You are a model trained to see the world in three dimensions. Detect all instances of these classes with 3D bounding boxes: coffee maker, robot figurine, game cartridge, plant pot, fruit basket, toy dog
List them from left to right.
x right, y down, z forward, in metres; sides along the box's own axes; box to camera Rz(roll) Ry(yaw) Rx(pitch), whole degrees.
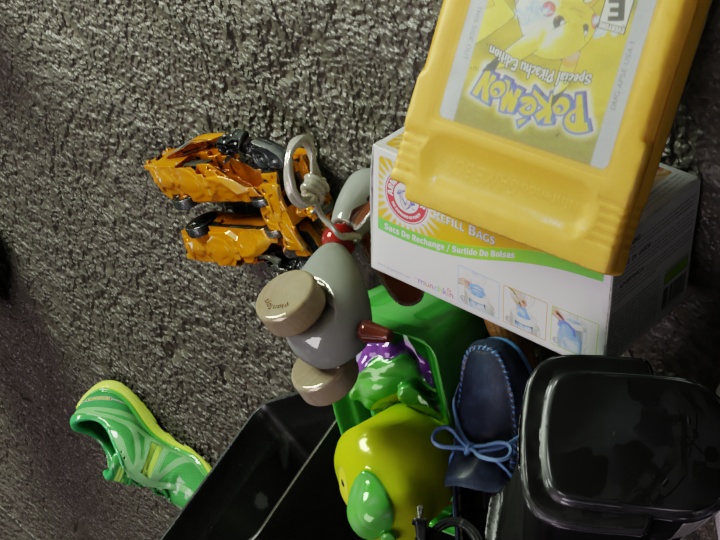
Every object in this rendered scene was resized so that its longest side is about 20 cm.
[{"bbox_3d":[-0.093,-0.058,1.427,0.199,0.058,0.146,3,124,47],"label":"robot figurine"},{"bbox_3d":[-0.036,0.235,1.530,0.178,0.200,0.199,48,146,-16],"label":"plant pot"},{"bbox_3d":[0.000,0.000,1.262,0.096,0.202,0.132,-3,156,29],"label":"toy dog"},{"bbox_3d":[0.027,0.133,1.346,0.155,0.215,0.217,14,132,40],"label":"fruit basket"},{"bbox_3d":[0.116,-0.118,1.069,0.175,0.032,0.202,22,97,34],"label":"game cartridge"},{"bbox_3d":[0.139,0.154,1.121,0.200,0.191,0.136,87,164,-61],"label":"coffee maker"}]

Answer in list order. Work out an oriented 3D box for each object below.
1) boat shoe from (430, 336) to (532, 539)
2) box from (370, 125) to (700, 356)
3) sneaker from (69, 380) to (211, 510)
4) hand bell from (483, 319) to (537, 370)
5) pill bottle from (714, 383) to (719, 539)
[{"bbox_3d":[0.100,0.152,1.263,0.084,0.068,0.202,-7,92,47],"label":"boat shoe"},{"bbox_3d":[0.114,-0.032,1.169,0.199,0.112,0.102,25,131,32],"label":"box"},{"bbox_3d":[-0.225,0.205,1.788,0.200,0.083,0.074,41,144,12],"label":"sneaker"},{"bbox_3d":[0.132,0.093,1.314,0.104,0.104,0.201,-18,96,53],"label":"hand bell"},{"bbox_3d":[0.295,0.162,1.152,0.114,0.114,0.201,13,131,40],"label":"pill bottle"}]
